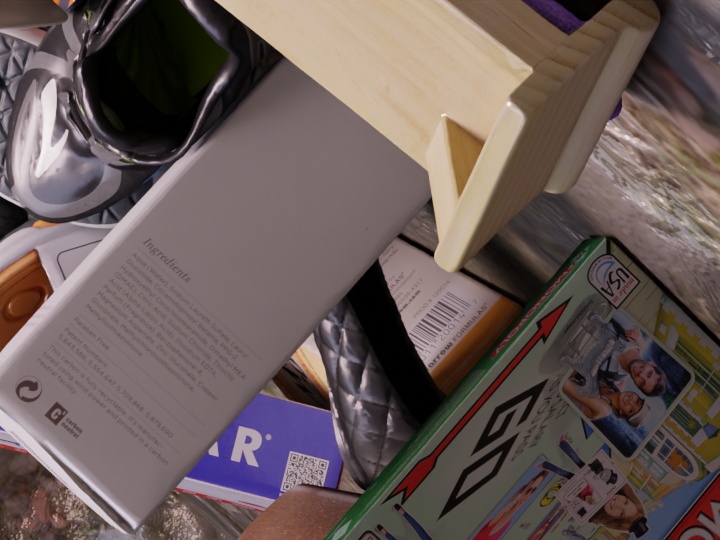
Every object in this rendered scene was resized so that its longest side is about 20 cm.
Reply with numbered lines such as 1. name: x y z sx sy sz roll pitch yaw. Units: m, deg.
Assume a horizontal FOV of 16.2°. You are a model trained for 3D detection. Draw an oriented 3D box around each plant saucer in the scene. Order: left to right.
1. plant saucer: 0.048 0.119 1.066 0.200 0.035 0.200 11 174 1

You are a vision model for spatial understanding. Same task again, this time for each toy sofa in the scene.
1. toy sofa: -0.006 -0.104 0.761 0.200 0.098 0.083 40 144 13

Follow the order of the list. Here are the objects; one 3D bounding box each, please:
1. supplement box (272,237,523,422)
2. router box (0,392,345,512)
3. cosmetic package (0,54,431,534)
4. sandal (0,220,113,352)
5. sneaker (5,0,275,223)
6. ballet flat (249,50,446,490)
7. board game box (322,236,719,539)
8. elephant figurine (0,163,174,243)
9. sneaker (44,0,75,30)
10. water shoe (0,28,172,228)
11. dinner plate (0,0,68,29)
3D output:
1. supplement box: 0.017 0.043 1.210 0.200 0.074 0.126 30 163 48
2. router box: -0.115 0.075 1.243 0.200 0.049 0.179 15 172 -7
3. cosmetic package: -0.052 -0.001 0.957 0.081 0.200 0.113 44 171 -5
4. sandal: -0.078 0.006 1.077 0.059 0.206 0.079 56 156 32
5. sneaker: -0.087 -0.072 0.937 0.071 0.083 0.200 47 140 -6
6. ballet flat: 0.000 0.000 1.059 0.066 0.057 0.200 -43 -64 -63
7. board game box: 0.070 0.105 0.936 0.135 0.200 0.029 43 168 -9
8. elephant figurine: -0.118 -0.035 1.190 0.155 0.142 0.200 32 -176 21
9. sneaker: -0.118 -0.142 1.009 0.112 0.078 0.200 27 172 41
10. water shoe: -0.157 -0.088 1.061 0.200 0.072 0.079 28 -156 9
11. dinner plate: -0.207 -0.112 0.929 0.200 0.024 0.200 6 -168 -1
